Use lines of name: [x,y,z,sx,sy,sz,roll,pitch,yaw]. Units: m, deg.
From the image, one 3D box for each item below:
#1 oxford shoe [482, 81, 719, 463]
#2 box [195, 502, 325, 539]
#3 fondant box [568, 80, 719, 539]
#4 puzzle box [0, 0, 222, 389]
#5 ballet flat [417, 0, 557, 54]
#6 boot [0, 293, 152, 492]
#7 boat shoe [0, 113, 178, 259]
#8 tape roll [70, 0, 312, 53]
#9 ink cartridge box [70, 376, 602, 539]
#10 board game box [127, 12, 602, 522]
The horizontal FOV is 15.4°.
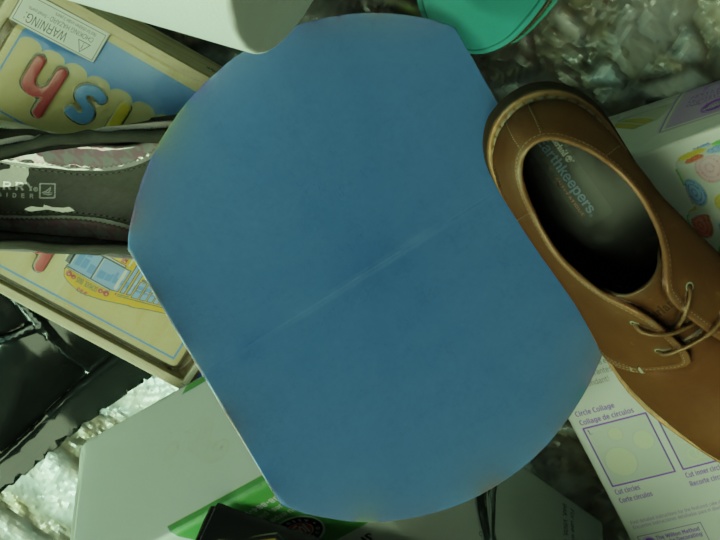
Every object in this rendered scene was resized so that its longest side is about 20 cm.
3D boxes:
oxford shoe: [0.119,0.017,1.030,0.071,0.071,0.200,-42,101,10]
box: [0.016,0.200,1.114,0.200,0.050,0.199,18,139,7]
fondant box: [0.152,0.027,1.108,0.144,0.058,0.200,-18,112,29]
puzzle box: [-0.090,-0.028,1.138,0.200,0.025,0.133,29,109,-13]
ballet flat: [0.061,-0.169,1.015,0.067,0.070,0.200,14,143,5]
boot: [-0.182,0.010,1.214,0.198,0.073,0.162,-38,103,25]
boat shoe: [-0.093,-0.030,1.092,0.200,0.057,0.067,0,113,-2]
tape roll: [-0.075,-0.194,0.980,0.139,0.203,0.203,17,123,11]
ink cartridge box: [-0.006,0.125,1.165,0.147,0.083,0.200,-31,129,32]
board game box: [0.000,0.000,1.063,0.158,0.039,0.200,-33,99,-12]
